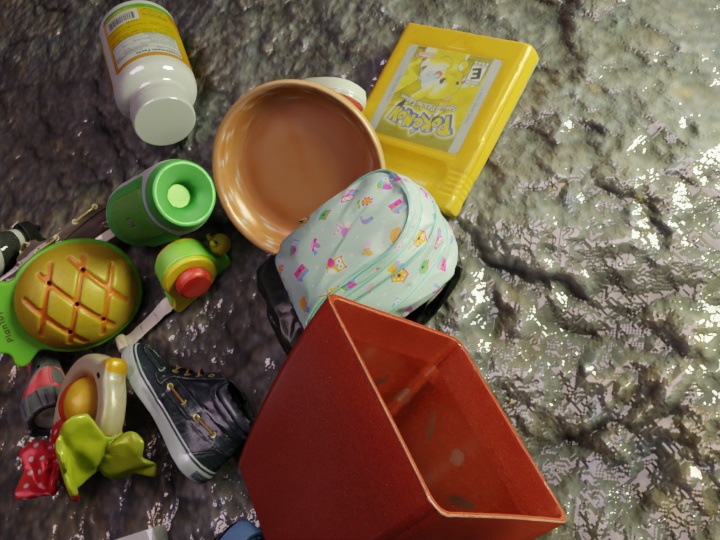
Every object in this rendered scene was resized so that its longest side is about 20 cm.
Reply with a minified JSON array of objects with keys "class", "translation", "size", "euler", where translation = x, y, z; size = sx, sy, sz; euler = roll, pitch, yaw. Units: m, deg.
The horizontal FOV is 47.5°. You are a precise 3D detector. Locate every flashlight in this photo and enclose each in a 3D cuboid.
[{"class":"flashlight","translation":[-0.415,0.122,1.047],"size":[0.067,0.068,0.200],"euler":[-17,45,-24]}]

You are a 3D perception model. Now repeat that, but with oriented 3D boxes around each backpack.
[{"class":"backpack","translation":[0.000,0.000,0.811],"size":[0.200,0.127,0.167],"euler":[-36,51,8]}]

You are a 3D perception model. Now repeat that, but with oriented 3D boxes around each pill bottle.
[{"class":"pill bottle","translation":[-0.288,-0.268,1.123],"size":[0.111,0.111,0.201],"euler":[-33,55,14]}]

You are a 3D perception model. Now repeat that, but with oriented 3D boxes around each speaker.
[{"class":"speaker","translation":[-0.243,-0.077,0.977],"size":[0.200,0.088,0.089],"euler":[-8,60,59]}]

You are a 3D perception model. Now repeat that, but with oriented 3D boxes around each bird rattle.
[{"class":"bird rattle","translation":[-0.302,0.176,0.910],"size":[0.200,0.112,0.164],"euler":[-17,63,53]}]

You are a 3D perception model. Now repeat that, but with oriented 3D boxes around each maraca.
[{"class":"maraca","translation":[-0.367,0.039,0.999],"size":[0.199,0.138,0.107],"euler":[-23,14,-13]}]

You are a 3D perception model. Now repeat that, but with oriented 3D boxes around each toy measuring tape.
[{"class":"toy measuring tape","translation":[-0.237,0.021,0.980],"size":[0.200,0.074,0.074],"euler":[-40,53,9]}]

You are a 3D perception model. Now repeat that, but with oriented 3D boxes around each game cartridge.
[{"class":"game cartridge","translation":[0.077,-0.173,0.906],"size":[0.176,0.032,0.201],"euler":[23,80,37]}]

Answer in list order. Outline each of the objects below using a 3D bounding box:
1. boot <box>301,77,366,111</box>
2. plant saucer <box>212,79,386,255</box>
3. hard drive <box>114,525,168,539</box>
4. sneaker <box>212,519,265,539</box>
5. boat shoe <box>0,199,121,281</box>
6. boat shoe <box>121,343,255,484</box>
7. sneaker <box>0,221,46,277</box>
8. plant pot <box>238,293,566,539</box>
[{"class":"boot","translation":[-0.078,-0.137,0.951],"size":[0.199,0.072,0.145],"euler":[-9,63,44]},{"class":"plant saucer","translation":[-0.065,-0.109,0.896],"size":[0.199,0.037,0.201],"euler":[6,111,16]},{"class":"hard drive","translation":[-0.216,0.356,0.765],"size":[0.131,0.027,0.201],"euler":[-23,74,23]},{"class":"sneaker","translation":[-0.178,0.313,0.804],"size":[0.078,0.070,0.200],"euler":[40,92,30]},{"class":"boat shoe","translation":[-0.405,-0.018,1.066],"size":[0.199,0.072,0.060],"euler":[-34,89,-10]},{"class":"boat shoe","translation":[-0.187,0.133,0.904],"size":[0.091,0.071,0.200],"euler":[-41,55,-2]},{"class":"sneaker","translation":[-0.487,0.006,1.146],"size":[0.073,0.112,0.200],"euler":[55,136,7]},{"class":"plant pot","translation":[0.015,0.168,0.691],"size":[0.176,0.199,0.201],"euler":[-44,52,20]}]
